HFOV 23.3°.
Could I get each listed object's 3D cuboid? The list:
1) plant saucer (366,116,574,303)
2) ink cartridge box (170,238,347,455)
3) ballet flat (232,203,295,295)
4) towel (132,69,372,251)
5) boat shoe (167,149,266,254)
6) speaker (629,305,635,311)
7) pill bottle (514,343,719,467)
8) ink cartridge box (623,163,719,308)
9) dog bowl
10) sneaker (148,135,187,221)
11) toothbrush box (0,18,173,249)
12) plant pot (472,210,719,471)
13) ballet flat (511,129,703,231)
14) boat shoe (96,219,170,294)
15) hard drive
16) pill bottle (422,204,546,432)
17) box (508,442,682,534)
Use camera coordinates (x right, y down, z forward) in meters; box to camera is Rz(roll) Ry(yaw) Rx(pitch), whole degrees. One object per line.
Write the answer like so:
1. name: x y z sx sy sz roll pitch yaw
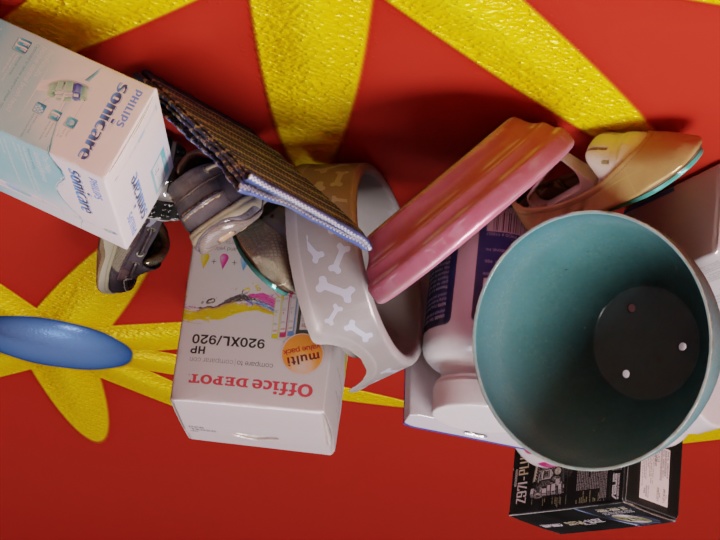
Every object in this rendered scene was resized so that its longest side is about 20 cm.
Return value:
1. plant saucer: 0.077 -0.055 1.366 0.051 0.200 0.200 51 152 -2
2. ink cartridge box: -0.086 0.054 1.633 0.146 0.201 0.145 5 160 5
3. ballet flat: -0.076 -0.035 1.491 0.067 0.062 0.200 39 -176 -19
4. towel: -0.089 -0.085 1.356 0.144 0.024 0.200 26 -168 -43
5. boat shoe: -0.113 -0.074 1.434 0.074 0.074 0.200 -33 -171 7
6. speaker: 0.290 0.045 1.656 0.199 0.082 0.081 -2 158 25
7. pill bottle: 0.237 0.112 1.597 0.199 0.114 0.113 -15 151 40
8. ink cartridge box: 0.342 -0.007 1.492 0.199 0.085 0.144 18 158 -23
9. dog bowl: 0.000 0.000 1.480 0.058 0.201 0.200 -13 154 17
10. sneaker: -0.228 -0.096 1.493 0.199 0.074 0.080 22 170 -23
11. toothbrush box: -0.252 -0.113 1.328 0.199 0.086 0.147 25 161 9
12. plant pot: 0.208 0.057 1.401 0.199 0.202 0.134 -5 175 30
13. ballet flat: 0.189 -0.074 1.398 0.063 0.069 0.200 47 141 -8
14. boat shoe: -0.213 -0.025 1.654 0.064 0.072 0.200 13 154 -2
15. hard drive: 0.105 0.060 1.584 0.131 0.201 0.025 12 145 -13
16. pill bottle: 0.112 0.033 1.508 0.110 0.201 0.111 6 160 2
17. box: 0.247 0.162 1.808 0.086 0.201 0.163 23 154 -36
